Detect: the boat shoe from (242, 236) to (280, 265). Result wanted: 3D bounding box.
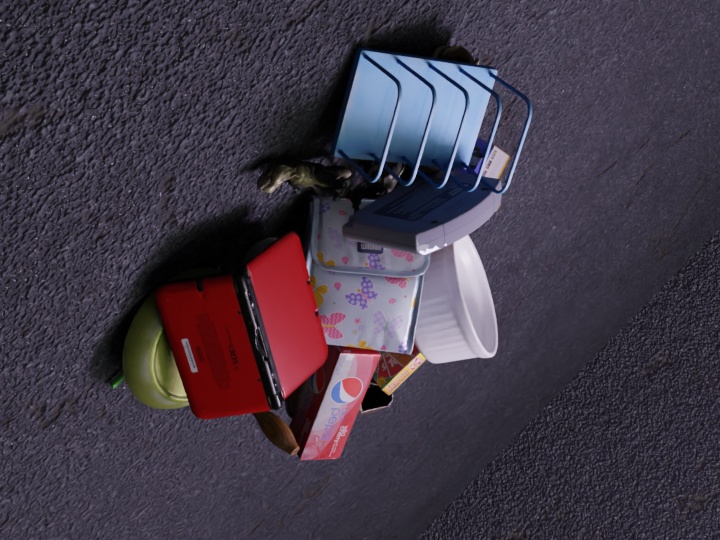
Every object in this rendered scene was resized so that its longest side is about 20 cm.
[{"bbox_3d":[-0.123,0.016,1.662,0.059,0.072,0.200,-27,156,-37],"label":"boat shoe"}]

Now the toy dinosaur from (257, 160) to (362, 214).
[{"bbox_3d":[-0.043,-0.111,1.547,0.200,0.088,0.048,-5,124,-57],"label":"toy dinosaur"}]

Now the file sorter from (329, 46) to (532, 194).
[{"bbox_3d":[0.090,-0.176,1.500,0.199,0.123,0.139,3,117,-29],"label":"file sorter"}]

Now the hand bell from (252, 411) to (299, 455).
[{"bbox_3d":[-0.154,0.185,1.726,0.104,0.200,0.104,-38,157,-19],"label":"hand bell"}]

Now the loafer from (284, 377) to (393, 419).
[{"bbox_3d":[-0.029,0.189,1.871,0.200,0.073,0.071,-4,180,-43],"label":"loafer"}]

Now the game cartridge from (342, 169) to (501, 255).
[{"bbox_3d":[0.088,-0.075,1.547,0.200,0.133,0.042,-33,130,-44],"label":"game cartridge"}]

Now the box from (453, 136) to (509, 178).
[{"bbox_3d":[0.160,-0.127,1.748,0.119,0.041,0.200,-63,166,6],"label":"box"}]

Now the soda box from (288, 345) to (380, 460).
[{"bbox_3d":[-0.041,0.179,1.764,0.070,0.063,0.200,3,123,-28],"label":"soda box"}]

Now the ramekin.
[{"bbox_3d":[0.129,0.042,1.831,0.097,0.201,0.200,-16,164,17],"label":"ramekin"}]

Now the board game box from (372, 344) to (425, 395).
[{"bbox_3d":[0.030,0.102,1.938,0.096,0.200,0.030,-45,129,5],"label":"board game box"}]

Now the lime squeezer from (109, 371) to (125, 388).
[{"bbox_3d":[-0.245,0.089,1.616,0.200,0.038,0.071,-38,157,-21],"label":"lime squeezer"}]

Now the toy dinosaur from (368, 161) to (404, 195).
[{"bbox_3d":[0.037,-0.152,1.653,0.200,0.047,0.088,48,56,-83],"label":"toy dinosaur"}]

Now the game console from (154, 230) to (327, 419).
[{"bbox_3d":[-0.148,0.070,1.562,0.119,0.172,0.200,-81,159,-63],"label":"game console"}]

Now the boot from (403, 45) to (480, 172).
[{"bbox_3d":[0.121,-0.229,1.658,0.200,0.072,0.155,-44,152,-61],"label":"boot"}]

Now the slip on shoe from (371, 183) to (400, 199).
[{"bbox_3d":[0.050,-0.096,1.775,0.200,0.076,0.061,-2,92,-36],"label":"slip on shoe"}]

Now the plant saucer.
[{"bbox_3d":[-0.217,0.095,1.588,0.200,0.031,0.201,-25,129,-36],"label":"plant saucer"}]

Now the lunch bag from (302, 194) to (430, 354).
[{"bbox_3d":[0.000,0.000,1.661,0.127,0.169,0.201,-116,-144,-73],"label":"lunch bag"}]
